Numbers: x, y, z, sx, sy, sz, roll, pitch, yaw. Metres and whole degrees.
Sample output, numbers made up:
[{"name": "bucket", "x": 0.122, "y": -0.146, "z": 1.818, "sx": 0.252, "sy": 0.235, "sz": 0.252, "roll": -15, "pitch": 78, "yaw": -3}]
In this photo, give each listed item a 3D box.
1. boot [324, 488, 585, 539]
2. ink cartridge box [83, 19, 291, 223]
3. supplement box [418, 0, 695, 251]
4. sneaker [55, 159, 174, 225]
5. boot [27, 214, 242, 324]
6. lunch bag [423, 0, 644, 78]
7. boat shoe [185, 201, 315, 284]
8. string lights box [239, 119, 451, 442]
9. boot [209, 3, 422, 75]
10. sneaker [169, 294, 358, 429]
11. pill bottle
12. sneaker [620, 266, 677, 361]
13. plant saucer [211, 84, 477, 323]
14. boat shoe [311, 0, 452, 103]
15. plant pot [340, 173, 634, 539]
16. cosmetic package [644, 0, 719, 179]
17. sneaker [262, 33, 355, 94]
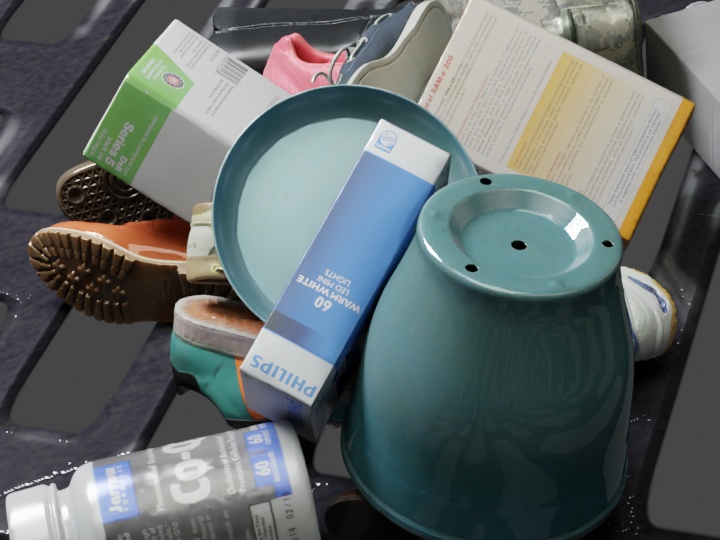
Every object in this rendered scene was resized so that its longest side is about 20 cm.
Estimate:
[{"name": "boot", "x": 0.068, "y": 0.117, "z": 1.500, "sx": 0.184, "sy": 0.065, "sz": 0.201, "roll": 6, "pitch": 42, "yaw": -5}, {"name": "ink cartridge box", "x": -0.100, "y": -0.094, "z": 1.680, "sx": 0.199, "sy": 0.084, "sz": 0.146, "roll": 33, "pitch": 26, "yaw": -3}, {"name": "supplement box", "x": 0.147, "y": -0.113, "z": 1.675, "sx": 0.199, "sy": 0.074, "sz": 0.127, "roll": 27, "pitch": 81, "yaw": 5}, {"name": "sneaker", "x": -0.161, "y": -0.080, "z": 1.798, "sx": 0.198, "sy": 0.071, "sz": 0.076, "roll": -8, "pitch": 21, "yaw": -10}, {"name": "boot", "x": -0.163, "y": -0.011, "z": 1.699, "sx": 0.198, "sy": 0.076, "sz": 0.108, "roll": 13, "pitch": 38, "yaw": 11}, {"name": "lunch bag", "x": 0.146, "y": -0.198, "z": 1.823, "sx": 0.166, "sy": 0.140, "sz": 0.201, "roll": -7, "pitch": 37, "yaw": -1}, {"name": "boat shoe", "x": -0.034, "y": 0.005, "z": 1.574, "sx": 0.198, "sy": 0.074, "sz": 0.067, "roll": 14, "pitch": 83, "yaw": 1}, {"name": "string lights box", "x": -0.008, "y": 0.009, "z": 1.452, "sx": 0.059, "sy": 0.103, "sz": 0.201, "roll": 27, "pitch": 74, "yaw": 8}, {"name": "boot", "x": -0.042, "y": -0.186, "z": 1.895, "sx": 0.198, "sy": 0.066, "sz": 0.165, "roll": 1, "pitch": 30, "yaw": 6}, {"name": "sneaker", "x": -0.054, "y": 0.085, "z": 1.555, "sx": 0.199, "sy": 0.081, "sz": 0.071, "roll": 21, "pitch": 28, "yaw": 26}, {"name": "pill bottle", "x": -0.131, "y": 0.175, "z": 1.420, "sx": 0.198, "sy": 0.115, "sz": 0.114, "roll": -12, "pitch": 38, "yaw": -7}, {"name": "sneaker", "x": 0.142, "y": 0.010, "z": 1.599, "sx": 0.199, "sy": 0.076, "sz": 0.088, "roll": 28, "pitch": 30, "yaw": 37}, {"name": "plant saucer", "x": -0.009, "y": -0.036, "z": 1.533, "sx": 0.198, "sy": 0.027, "sz": 0.202, "roll": 1, "pitch": 73, "yaw": -3}, {"name": "boat shoe", "x": 0.010, "y": -0.154, "z": 1.720, "sx": 0.061, "sy": 0.075, "sz": 0.201, "roll": -5, "pitch": 39, "yaw": 35}, {"name": "plant pot", "x": 0.093, "y": 0.049, "z": 1.393, "sx": 0.198, "sy": 0.189, "sz": 0.201, "roll": 4, "pitch": 37, "yaw": -3}, {"name": "cosmetic package", "x": 0.325, "y": -0.144, "z": 1.773, "sx": 0.106, "sy": 0.091, "sz": 0.200, "roll": -16, "pitch": 36, "yaw": -10}, {"name": "sneaker", "x": -0.004, "y": -0.140, "z": 1.791, "sx": 0.199, "sy": 0.088, "sz": 0.074, "roll": 24, "pitch": 24, "yaw": 22}]
